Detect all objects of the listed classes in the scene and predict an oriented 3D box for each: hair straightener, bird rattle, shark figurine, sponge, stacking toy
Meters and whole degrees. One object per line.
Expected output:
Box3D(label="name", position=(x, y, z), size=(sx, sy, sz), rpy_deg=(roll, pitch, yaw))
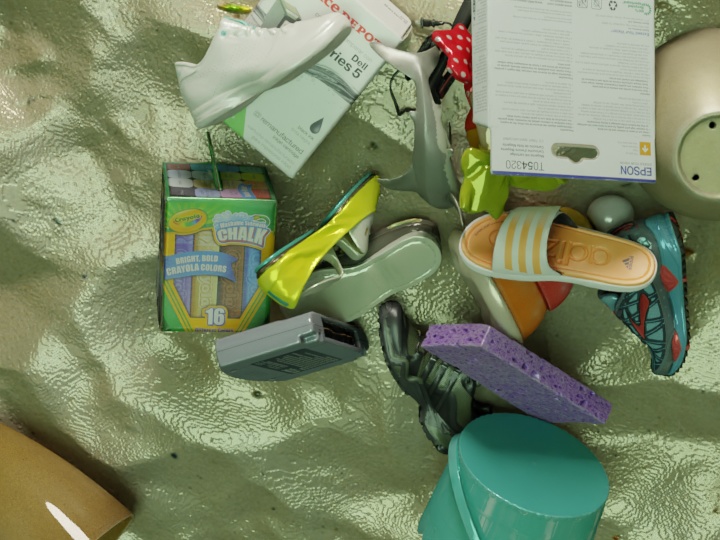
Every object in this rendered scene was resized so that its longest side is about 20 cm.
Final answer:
Box3D(label="hair straightener", position=(0.086, -0.246, 1.653), size=(0.076, 0.041, 0.201), rpy_deg=(26, 119, -19))
Box3D(label="bird rattle", position=(0.129, -0.155, 1.614), size=(0.112, 0.163, 0.202), rpy_deg=(-22, 84, 5))
Box3D(label="shark figurine", position=(0.056, -0.123, 1.615), size=(0.088, 0.129, 0.216), rpy_deg=(-11, 131, 6))
Box3D(label="sponge", position=(0.172, 0.115, 1.701), size=(0.199, 0.111, 0.030), rpy_deg=(33, 70, -29))
Box3D(label="stacking toy", position=(0.207, -0.022, 1.689), size=(0.199, 0.146, 0.147), rpy_deg=(-30, 103, -1))

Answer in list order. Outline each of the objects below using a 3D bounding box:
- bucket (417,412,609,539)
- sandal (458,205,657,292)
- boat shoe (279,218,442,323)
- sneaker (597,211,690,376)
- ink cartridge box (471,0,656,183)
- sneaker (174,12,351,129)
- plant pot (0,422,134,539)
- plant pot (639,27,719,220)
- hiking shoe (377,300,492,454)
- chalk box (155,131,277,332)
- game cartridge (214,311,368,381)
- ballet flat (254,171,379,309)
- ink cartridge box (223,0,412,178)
Box3D(label="bucket", position=(0.171, 0.265, 1.727), size=(0.205, 0.208, 0.136), rpy_deg=(19, 119, 2))
Box3D(label="sandal", position=(0.203, -0.031, 1.594), size=(0.204, 0.080, 0.059), rpy_deg=(8, 151, 9))
Box3D(label="boat shoe", position=(0.001, 0.002, 1.748), size=(0.200, 0.060, 0.072), rpy_deg=(-24, 115, 18))
Box3D(label="sneaker", position=(0.304, 0.027, 1.682), size=(0.094, 0.080, 0.202), rpy_deg=(-6, 120, 7))
Box3D(label="ink cartridge box", position=(0.201, -0.188, 1.535), size=(0.194, 0.043, 0.203), rpy_deg=(2, 87, -25))
Box3D(label="sneaker", position=(-0.106, -0.226, 1.591), size=(0.199, 0.075, 0.089), rpy_deg=(-27, 91, 19))
Box3D(label="plant pot", position=(-0.406, 0.286, 1.869), size=(0.200, 0.186, 0.187), rpy_deg=(46, 111, 6))
Box3D(label="plant pot", position=(0.365, -0.136, 1.595), size=(0.198, 0.135, 0.203), rpy_deg=(3, 110, 8))
Box3D(label="hiking shoe", position=(0.091, 0.107, 1.771), size=(0.100, 0.076, 0.201), rpy_deg=(-26, 113, 9))
Box3D(label="chalk box", position=(-0.158, -0.047, 1.709), size=(0.122, 0.125, 0.202), rpy_deg=(2, 112, -10))
Box3D(label="game cartridge", position=(-0.080, 0.088, 1.727), size=(0.132, 0.200, 0.042), rpy_deg=(-13, 78, 15))
Box3D(label="ballet flat", position=(-0.032, -0.027, 1.682), size=(0.067, 0.200, 0.067), rpy_deg=(47, 147, 3))
Box3D(label="ink cartridge box", position=(-0.062, -0.226, 1.662), size=(0.145, 0.084, 0.200), rpy_deg=(39, 111, -5))
